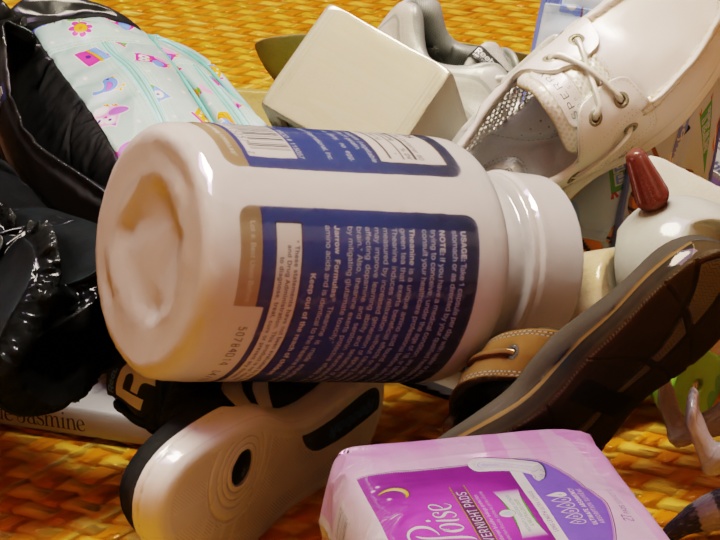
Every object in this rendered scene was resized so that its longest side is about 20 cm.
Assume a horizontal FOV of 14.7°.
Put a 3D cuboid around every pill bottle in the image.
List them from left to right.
[{"bbox_3d":[-0.006,-0.006,1.231,0.200,0.111,0.111,2,15,-32],"label":"pill bottle"}]

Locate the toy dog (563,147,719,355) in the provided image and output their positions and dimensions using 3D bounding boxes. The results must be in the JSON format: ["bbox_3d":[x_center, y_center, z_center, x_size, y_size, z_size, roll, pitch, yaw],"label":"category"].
[{"bbox_3d":[0.164,-0.027,1.302,0.132,0.097,0.200,-9,13,16],"label":"toy dog"}]

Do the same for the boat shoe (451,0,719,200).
[{"bbox_3d":[0.104,-0.079,1.358,0.071,0.200,0.069,49,15,17],"label":"boat shoe"}]

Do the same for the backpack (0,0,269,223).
[{"bbox_3d":[-0.114,-0.039,1.417,0.126,0.167,0.200,-15,34,-23],"label":"backpack"}]

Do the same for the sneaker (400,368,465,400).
[{"bbox_3d":[0.000,0.000,1.335,0.200,0.082,0.070,25,-5,-26],"label":"sneaker"}]

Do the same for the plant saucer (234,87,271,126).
[{"bbox_3d":[-0.049,-0.058,1.672,0.200,0.049,0.200,4,21,14],"label":"plant saucer"}]

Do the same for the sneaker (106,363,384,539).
[{"bbox_3d":[-0.081,0.072,1.257,0.112,0.073,0.200,20,17,22],"label":"sneaker"}]

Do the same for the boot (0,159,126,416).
[{"bbox_3d":[-0.201,0.024,1.275,0.200,0.077,0.168,-33,33,-22],"label":"boot"}]

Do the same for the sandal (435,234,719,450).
[{"bbox_3d":[0.078,0.046,1.211,0.082,0.200,0.055,25,26,-50],"label":"sandal"}]

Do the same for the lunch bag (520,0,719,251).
[{"bbox_3d":[0.140,-0.070,1.470,0.075,0.200,0.160,15,8,25],"label":"lunch bag"}]

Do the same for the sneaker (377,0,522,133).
[{"bbox_3d":[0.078,-0.078,1.591,0.200,0.081,0.075,38,24,14],"label":"sneaker"}]

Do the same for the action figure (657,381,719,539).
[{"bbox_3d":[0.231,0.079,1.259,0.193,0.105,0.200,5,-9,-1],"label":"action figure"}]

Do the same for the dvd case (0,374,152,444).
[{"bbox_3d":[-0.136,0.047,1.425,0.200,0.018,0.143,6,22,21],"label":"dvd case"}]

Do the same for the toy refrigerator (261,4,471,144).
[{"bbox_3d":[0.011,-0.054,1.449,0.076,0.070,0.200,31,-11,17],"label":"toy refrigerator"}]

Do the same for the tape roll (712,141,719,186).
[{"bbox_3d":[0.249,-0.118,1.597,0.200,0.200,0.085,15,26,38],"label":"tape roll"}]

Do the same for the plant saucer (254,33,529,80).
[{"bbox_3d":[0.031,-0.121,1.786,0.199,0.031,0.200,5,-4,0],"label":"plant saucer"}]

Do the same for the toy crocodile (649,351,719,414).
[{"bbox_3d":[0.171,0.029,1.393,0.200,0.062,0.067,-15,24,-33],"label":"toy crocodile"}]

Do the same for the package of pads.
[{"bbox_3d":[0.061,0.131,1.092,0.120,0.076,0.200,-4,20,-12],"label":"package of pads"}]
